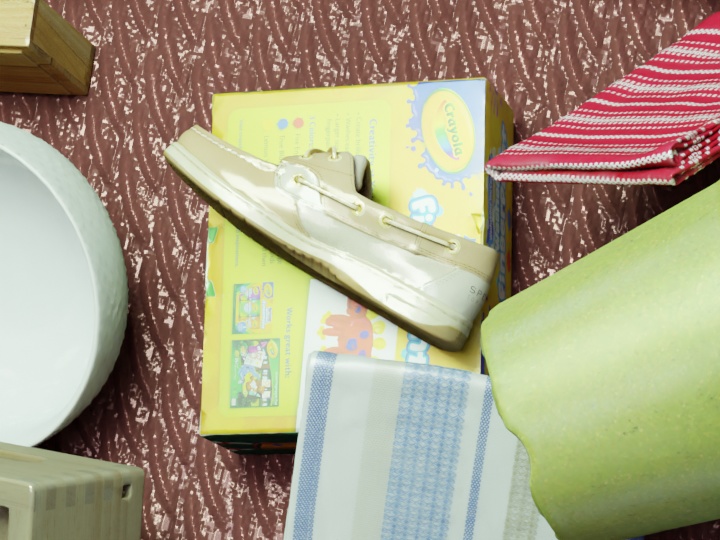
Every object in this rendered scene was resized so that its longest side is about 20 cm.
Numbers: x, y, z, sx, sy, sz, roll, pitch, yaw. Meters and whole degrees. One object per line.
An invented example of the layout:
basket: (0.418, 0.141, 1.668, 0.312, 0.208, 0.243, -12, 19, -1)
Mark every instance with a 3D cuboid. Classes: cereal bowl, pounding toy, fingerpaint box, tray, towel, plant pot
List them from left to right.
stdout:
tray: (-0.272, -0.138, 1.781, 0.199, 0.099, 0.037, 4, 77, 17)
cereal bowl: (-0.217, 0.004, 1.715, 0.199, 0.083, 0.201, 7, 108, 23)
pounding toy: (-0.187, 0.195, 1.640, 0.199, 0.142, 0.185, 7, 96, 32)
fingerpaint box: (0.000, 0.000, 1.677, 0.166, 0.073, 0.201, -3, 76, 16)
towel: (0.057, 0.124, 1.602, 0.199, 0.024, 0.148, 8, 106, 5)
plant pot: (0.167, 0.050, 1.488, 0.183, 0.200, 0.201, -22, 70, 12)
towel: (0.179, -0.096, 1.589, 0.200, 0.023, 0.144, -32, 22, -35)

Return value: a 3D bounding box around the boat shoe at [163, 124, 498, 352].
boat shoe: (-0.013, -0.031, 1.615, 0.199, 0.074, 0.069, 32, 84, 12)
